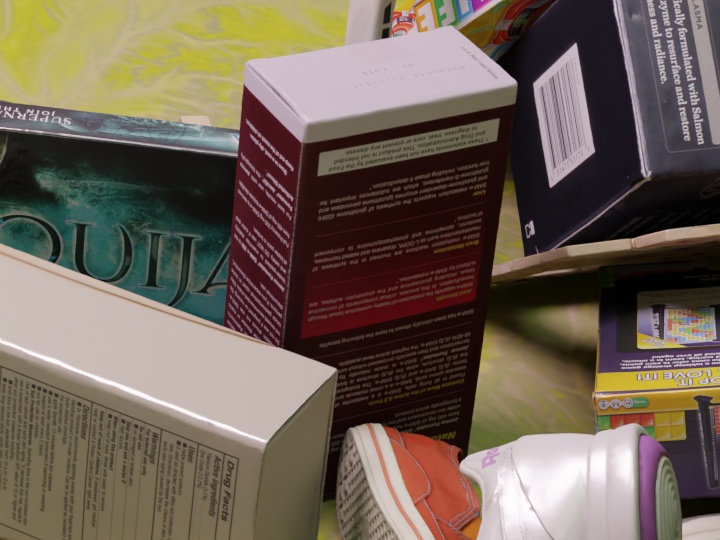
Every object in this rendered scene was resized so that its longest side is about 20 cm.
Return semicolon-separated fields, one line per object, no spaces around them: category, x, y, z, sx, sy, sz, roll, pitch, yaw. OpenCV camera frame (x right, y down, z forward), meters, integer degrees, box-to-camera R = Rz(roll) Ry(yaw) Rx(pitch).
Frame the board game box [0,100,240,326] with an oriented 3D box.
board game box;-0.107;-0.007;1.311;0.198;0.136;0.028;6;32;-1

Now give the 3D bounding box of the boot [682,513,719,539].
boot;0.212;0.167;1.134;0.202;0.074;0.154;-3;41;8

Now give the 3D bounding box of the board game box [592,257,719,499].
board game box;0.208;0.044;1.301;0.198;0.057;0.165;-4;21;8

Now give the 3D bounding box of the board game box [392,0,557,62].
board game box;0.094;-0.132;1.491;0.134;0.200;0.034;0;71;-35

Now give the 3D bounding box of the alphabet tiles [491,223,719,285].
alphabet tiles;0.148;-0.010;1.376;0.166;0.008;0.200;-6;-3;-21

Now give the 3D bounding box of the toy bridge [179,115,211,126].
toy bridge;-0.082;-0.053;1.490;0.198;0.027;0.067;-2;34;-15

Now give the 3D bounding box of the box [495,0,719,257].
box;0.192;-0.086;1.411;0.198;0.118;0.197;-6;-10;-15

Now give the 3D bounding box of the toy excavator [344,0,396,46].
toy excavator;-0.001;-0.087;1.395;0.099;0.201;0.195;17;33;16

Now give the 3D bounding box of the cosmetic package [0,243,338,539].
cosmetic package;-0.116;0.066;1.223;0.199;0.104;0.073;20;33;18

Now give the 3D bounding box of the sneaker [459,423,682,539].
sneaker;0.071;0.160;1.079;0.099;0.202;0.075;-2;-15;19

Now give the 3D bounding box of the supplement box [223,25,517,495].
supplement box;0.000;0.000;1.258;0.108;0.201;0.061;-11;35;-28

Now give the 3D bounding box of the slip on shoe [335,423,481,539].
slip on shoe;0.035;0.129;1.188;0.061;0.075;0.200;3;27;-13
